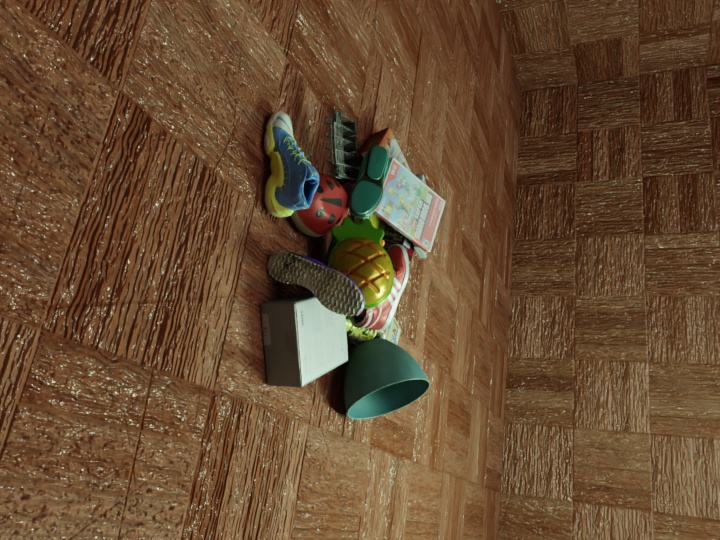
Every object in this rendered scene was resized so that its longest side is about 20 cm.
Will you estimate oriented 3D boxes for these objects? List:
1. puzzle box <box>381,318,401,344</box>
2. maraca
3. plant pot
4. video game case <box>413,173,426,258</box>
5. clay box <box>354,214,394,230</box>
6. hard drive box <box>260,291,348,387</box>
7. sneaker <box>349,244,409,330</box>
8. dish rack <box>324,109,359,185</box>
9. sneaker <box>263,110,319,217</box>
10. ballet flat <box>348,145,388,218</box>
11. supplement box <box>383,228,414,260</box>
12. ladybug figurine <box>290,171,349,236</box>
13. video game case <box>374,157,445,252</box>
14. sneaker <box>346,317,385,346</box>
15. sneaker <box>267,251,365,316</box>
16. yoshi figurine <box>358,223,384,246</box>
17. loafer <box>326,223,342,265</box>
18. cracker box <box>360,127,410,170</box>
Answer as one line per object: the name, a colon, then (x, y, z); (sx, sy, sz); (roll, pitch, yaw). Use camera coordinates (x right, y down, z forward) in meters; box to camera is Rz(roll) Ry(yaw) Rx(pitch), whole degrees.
puzzle box: (0.056, 0.201, 1.593); (0.133, 0.025, 0.201); (60, 37, -45)
maraca: (0.000, -0.017, 1.228); (0.107, 0.137, 0.201); (126, -36, -59)
plant pot: (0.042, 0.237, 1.401); (0.200, 0.200, 0.135); (40, 24, -59)
video game case: (0.157, -0.134, 1.564); (0.200, 0.023, 0.183); (33, 59, -79)
clay box: (0.035, -0.113, 1.535); (0.200, 0.047, 0.115); (-12, 97, -64)
hard drive box: (-0.103, 0.123, 1.185); (0.200, 0.077, 0.157); (-13, 101, -66)
sneaker: (0.036, 0.037, 1.328); (0.112, 0.071, 0.201); (4, 104, -47)
dish rack: (-0.044, -0.265, 1.323); (0.200, 0.054, 0.154); (-22, 108, -76)
sneaker: (-0.120, -0.199, 1.131); (0.076, 0.105, 0.201); (4, 86, -66)
ballet flat: (0.018, -0.182, 1.340); (0.070, 0.067, 0.201); (115, -7, -60)
supplement box: (0.074, 0.007, 1.532); (0.109, 0.061, 0.201); (24, 83, -68)
ladybug figurine: (-0.081, -0.138, 1.253); (0.200, 0.072, 0.136); (-14, 101, -65)
video game case: (0.116, -0.151, 1.425); (0.200, 0.017, 0.143); (33, 67, -35)
sneaker: (-0.005, 0.124, 1.401); (0.200, 0.076, 0.076); (40, 55, -57)
sneaker: (-0.069, 0.018, 1.141); (0.070, 0.200, 0.099); (-64, 163, 8)
yoshi figurine: (-0.005, -0.010, 1.402); (0.112, 0.112, 0.201); (-26, 119, -30)
loafer: (-0.034, -0.002, 1.302); (0.073, 0.072, 0.201); (1, 101, -71)
cracker box: (0.082, -0.251, 1.575); (0.200, 0.058, 0.134); (61, 28, -24)
